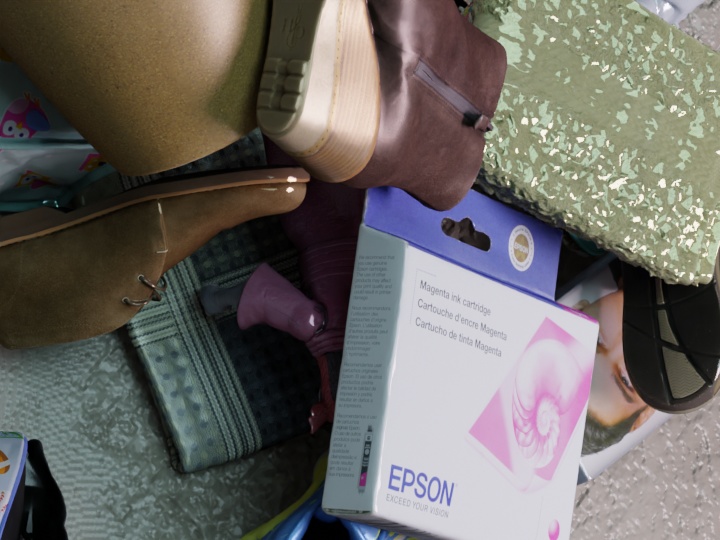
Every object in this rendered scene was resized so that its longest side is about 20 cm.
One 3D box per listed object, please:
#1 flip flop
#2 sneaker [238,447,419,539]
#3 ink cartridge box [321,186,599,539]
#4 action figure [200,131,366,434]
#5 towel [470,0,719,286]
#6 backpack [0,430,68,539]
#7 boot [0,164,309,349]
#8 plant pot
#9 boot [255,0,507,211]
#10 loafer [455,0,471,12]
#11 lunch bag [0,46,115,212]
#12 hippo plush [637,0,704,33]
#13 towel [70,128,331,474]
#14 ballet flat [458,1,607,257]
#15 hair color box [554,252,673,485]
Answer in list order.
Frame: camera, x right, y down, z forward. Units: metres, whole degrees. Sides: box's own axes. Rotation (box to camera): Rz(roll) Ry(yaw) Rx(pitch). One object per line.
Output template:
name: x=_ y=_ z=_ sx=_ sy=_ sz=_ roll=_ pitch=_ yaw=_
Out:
flip flop: x=0.196 y=-0.006 z=1.664 sx=0.058 sy=0.081 sz=0.201 roll=47 pitch=43 yaw=-59
sneaker: x=0.001 y=0.141 z=1.544 sx=0.200 sy=0.105 sz=0.076 roll=-42 pitch=97 yaw=-33
ink cartridge box: x=0.062 y=0.052 z=1.533 sx=0.196 sy=0.043 sz=0.201 roll=20 pitch=75 yaw=-51
action figure: x=0.000 y=0.000 z=1.540 sx=0.134 sy=0.149 sz=0.201 roll=16 pitch=56 yaw=-31
towel: x=0.137 y=-0.087 z=1.597 sx=0.199 sy=0.036 sz=0.149 roll=26 pitch=73 yaw=-21
backpack: x=-0.228 y=0.162 z=1.364 sx=0.154 sy=0.200 sz=0.191 roll=25 pitch=59 yaw=-7
boot: x=-0.115 y=-0.010 z=1.498 sx=0.074 sy=0.199 sz=0.076 roll=-1 pitch=76 yaw=-75
plant pot: x=-0.120 y=-0.155 z=1.393 sx=0.186 sy=0.186 sz=0.201 roll=-35 pitch=111 yaw=-34
boot: x=0.023 y=-0.137 z=1.428 sx=0.166 sy=0.072 sz=0.201 roll=16 pitch=91 yaw=-55
loafer: x=0.051 y=-0.139 z=1.691 sx=0.072 sy=0.063 sz=0.201 roll=26 pitch=63 yaw=-23
lunch bag: x=-0.235 y=-0.123 z=1.479 sx=0.199 sy=0.122 sz=0.171 roll=-1 pitch=75 yaw=-29
hippo plush: x=0.198 y=-0.184 z=1.716 sx=0.199 sy=0.161 sz=0.160 roll=14 pitch=66 yaw=-37
towel: x=-0.063 y=-0.002 z=1.603 sx=0.192 sy=0.035 sz=0.201 roll=-20 pitch=87 yaw=-31
ballet flat: x=0.110 y=-0.094 z=1.690 sx=0.076 sy=0.064 sz=0.200 roll=-41 pitch=134 yaw=-19
hair color box: x=0.161 y=0.044 z=1.699 sx=0.200 sy=0.061 sz=0.099 roll=-34 pitch=92 yaw=-34
